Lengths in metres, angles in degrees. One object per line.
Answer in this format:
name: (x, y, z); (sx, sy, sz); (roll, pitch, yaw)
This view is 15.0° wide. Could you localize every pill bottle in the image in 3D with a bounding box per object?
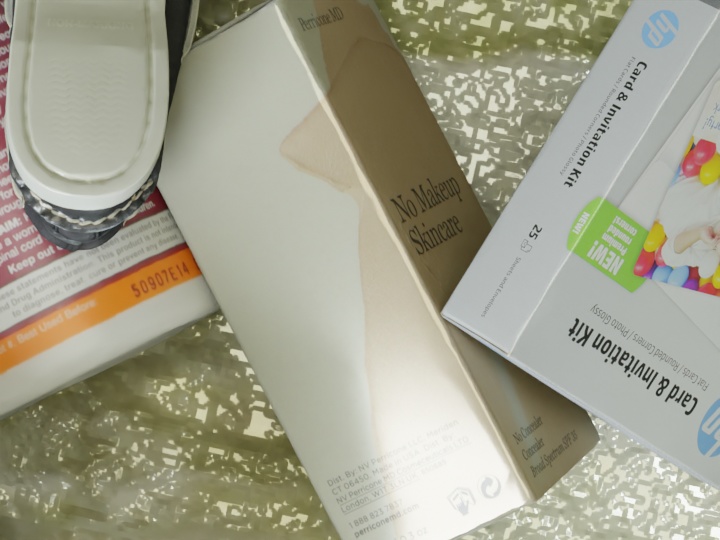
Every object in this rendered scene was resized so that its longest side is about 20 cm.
pill bottle: (-0.141, -0.053, 1.007); (0.114, 0.114, 0.200); (-26, 90, 1)

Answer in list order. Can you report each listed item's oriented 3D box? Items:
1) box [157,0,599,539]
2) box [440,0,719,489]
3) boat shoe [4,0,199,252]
box: (0.000, 0.000, 1.003); (0.078, 0.095, 0.200); (-27, 92, 23)
box: (0.133, -0.036, 0.989); (0.041, 0.156, 0.200); (33, 90, 42)
boat shoe: (-0.088, -0.103, 0.953); (0.074, 0.060, 0.200); (5, 67, -8)
